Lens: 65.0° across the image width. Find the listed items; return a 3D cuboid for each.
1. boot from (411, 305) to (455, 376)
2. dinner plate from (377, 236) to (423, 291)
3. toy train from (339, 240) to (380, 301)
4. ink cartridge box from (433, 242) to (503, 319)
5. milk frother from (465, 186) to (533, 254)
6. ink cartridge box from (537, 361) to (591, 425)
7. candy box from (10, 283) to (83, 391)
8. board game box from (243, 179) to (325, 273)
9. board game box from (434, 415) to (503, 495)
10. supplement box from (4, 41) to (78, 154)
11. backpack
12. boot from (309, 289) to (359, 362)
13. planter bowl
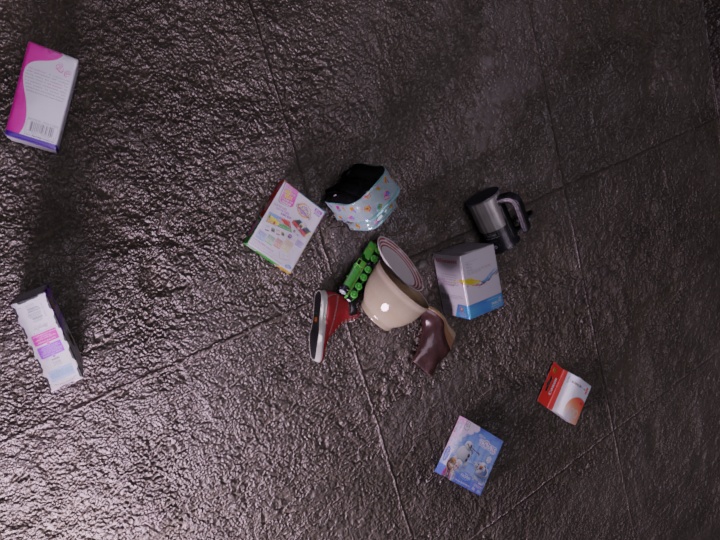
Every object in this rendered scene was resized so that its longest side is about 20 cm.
[{"bbox_3d":[0.210,0.217,1.780,0.200,0.072,0.168,45,71,-27],"label":"boot"},{"bbox_3d":[0.113,-0.016,1.666,0.199,0.202,0.024,38,114,-25],"label":"dinner plate"},{"bbox_3d":[0.000,0.000,1.648,0.056,0.042,0.202,34,64,-7],"label":"toy train"},{"bbox_3d":[0.341,0.028,1.794,0.143,0.146,0.205,-18,102,-25],"label":"ink cartridge box"},{"bbox_3d":[0.468,-0.191,1.869,0.191,0.178,0.201,61,25,-18],"label":"milk frother"},{"bbox_3d":[0.763,0.458,2.106,0.199,0.050,0.165,35,77,-29],"label":"ink cartridge box"},{"bbox_3d":[-0.684,0.143,1.245,0.070,0.167,0.204,-23,104,-23],"label":"candy box"},{"bbox_3d":[-0.206,-0.119,1.551,0.152,0.040,0.203,35,77,-25],"label":"board game box"},{"bbox_3d":[0.371,0.628,1.913,0.198,0.043,0.202,33,77,-26],"label":"board game box"},{"bbox_3d":[-0.694,-0.373,1.238,0.099,0.103,0.205,15,88,-27],"label":"supplement box"},{"bbox_3d":[0.014,-0.203,1.573,0.176,0.199,0.154,-46,112,-18],"label":"backpack"},{"bbox_3d":[-0.070,0.166,1.631,0.142,0.072,0.205,11,85,-30],"label":"boot"},{"bbox_3d":[0.085,0.087,1.654,0.199,0.201,0.135,37,105,-25],"label":"planter bowl"}]
